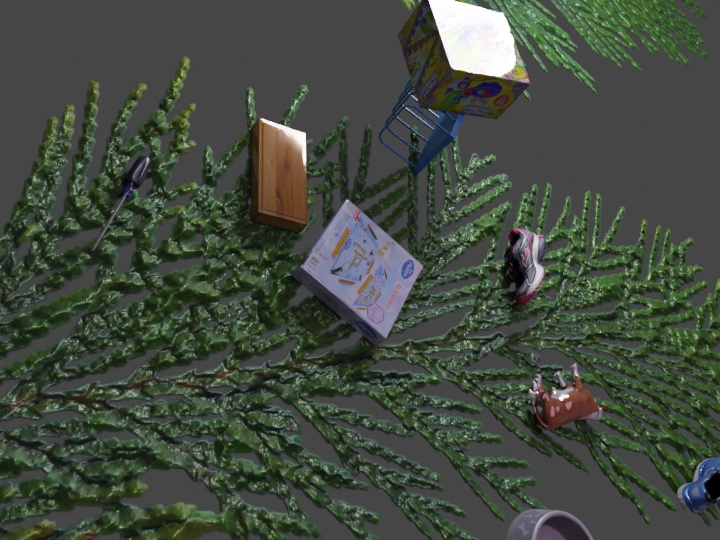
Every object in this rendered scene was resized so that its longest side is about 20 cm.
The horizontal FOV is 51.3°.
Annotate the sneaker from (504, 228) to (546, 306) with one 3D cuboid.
[{"bbox_3d":[0.346,-0.007,1.610,0.074,0.081,0.200,22,46,-8],"label":"sneaker"}]

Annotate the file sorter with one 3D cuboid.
[{"bbox_3d":[0.140,-0.336,1.593,0.123,0.139,0.200,34,50,-11],"label":"file sorter"}]

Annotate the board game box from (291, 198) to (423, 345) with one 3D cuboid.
[{"bbox_3d":[0.000,0.000,1.369,0.199,0.041,0.200,41,49,-11],"label":"board game box"}]

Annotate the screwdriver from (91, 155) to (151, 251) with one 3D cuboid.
[{"bbox_3d":[-0.374,-0.103,1.165,0.028,0.029,0.201,32,55,-19],"label":"screwdriver"}]

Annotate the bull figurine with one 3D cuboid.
[{"bbox_3d":[0.420,0.260,1.521,0.199,0.065,0.122,-6,66,-41],"label":"bull figurine"}]

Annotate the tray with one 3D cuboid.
[{"bbox_3d":[-0.147,-0.174,1.360,0.098,0.037,0.201,13,60,-30],"label":"tray"}]

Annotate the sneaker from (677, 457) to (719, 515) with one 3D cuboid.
[{"bbox_3d":[0.784,0.473,1.655,0.200,0.089,0.079,-24,82,-42],"label":"sneaker"}]

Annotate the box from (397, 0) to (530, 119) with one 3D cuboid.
[{"bbox_3d":[0.208,-0.429,1.523,0.199,0.122,0.193,1,63,-30],"label":"box"}]

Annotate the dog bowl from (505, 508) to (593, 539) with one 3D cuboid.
[{"bbox_3d":[0.349,0.521,1.330,0.199,0.059,0.201,16,58,-28],"label":"dog bowl"}]
